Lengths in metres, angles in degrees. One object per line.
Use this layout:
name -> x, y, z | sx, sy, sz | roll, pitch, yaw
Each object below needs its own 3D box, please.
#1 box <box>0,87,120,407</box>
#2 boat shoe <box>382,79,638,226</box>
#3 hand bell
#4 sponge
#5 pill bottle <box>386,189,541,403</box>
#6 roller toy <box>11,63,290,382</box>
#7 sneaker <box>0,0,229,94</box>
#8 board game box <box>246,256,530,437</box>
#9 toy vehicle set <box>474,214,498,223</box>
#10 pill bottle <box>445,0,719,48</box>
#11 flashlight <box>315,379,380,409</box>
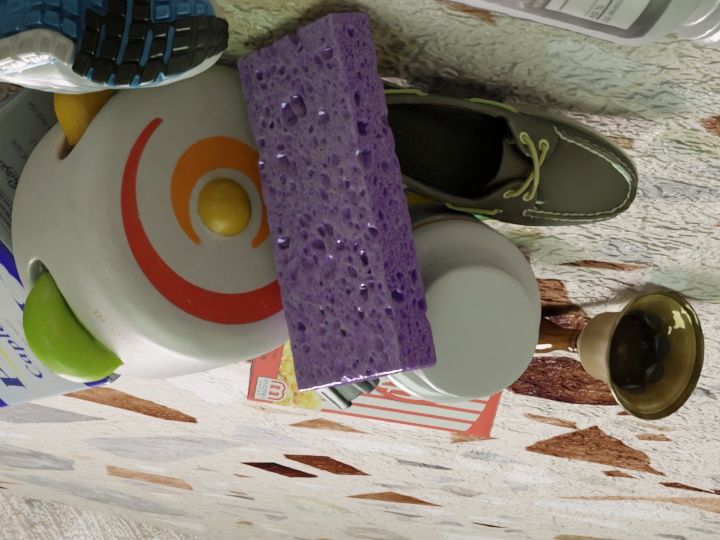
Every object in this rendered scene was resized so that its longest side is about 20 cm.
box -> -0.230, -0.012, 1.278 | 0.184, 0.105, 0.200 | 53, 149, -13
boat shoe -> 0.075, -0.065, 1.119 | 0.201, 0.072, 0.060 | 14, -169, -11
hand bell -> 0.182, 0.059, 1.570 | 0.104, 0.105, 0.200 | 18, 175, -33
sponge -> -0.015, -0.035, 1.064 | 0.030, 0.201, 0.111 | -9, 178, -33
pill bottle -> 0.044, 0.015, 1.148 | 0.109, 0.110, 0.200 | 12, -170, -14
roller toy -> -0.109, -0.032, 1.153 | 0.182, 0.201, 0.140 | 5, 169, -31
sneaker -> -0.143, -0.131, 1.042 | 0.199, 0.075, 0.087 | 7, 174, 35
board game box -> 0.021, 0.045, 1.468 | 0.199, 0.046, 0.152 | 9, 124, -5
toy vehicle set -> -0.002, -0.061, 1.283 | 0.199, 0.027, 0.124 | -1, 163, 32
pill bottle -> 0.080, -0.153, 0.735 | 0.199, 0.114, 0.114 | 12, 165, -15
flashlight -> -0.065, 0.018, 1.386 | 0.200, 0.068, 0.068 | 42, -179, -22
